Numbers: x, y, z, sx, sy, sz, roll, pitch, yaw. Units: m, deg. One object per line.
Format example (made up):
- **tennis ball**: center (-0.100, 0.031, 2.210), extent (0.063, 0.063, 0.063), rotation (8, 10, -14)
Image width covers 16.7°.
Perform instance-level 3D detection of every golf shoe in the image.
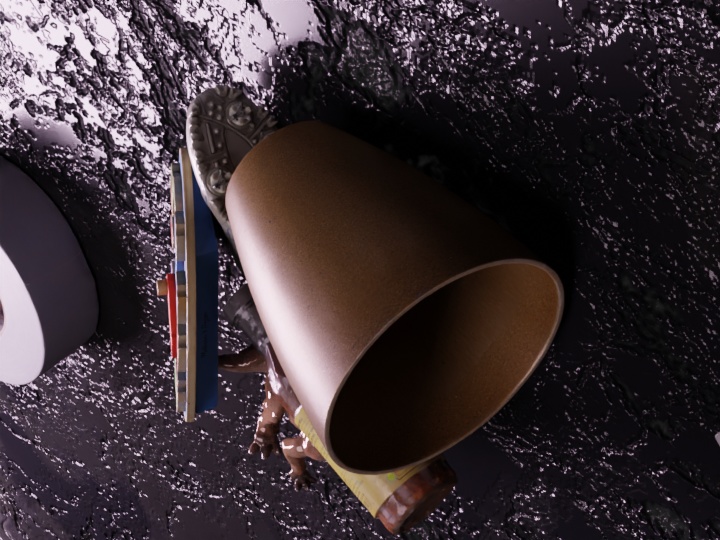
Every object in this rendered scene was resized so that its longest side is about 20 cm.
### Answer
- **golf shoe**: center (-0.080, -0.037, 1.758), extent (0.097, 0.078, 0.200), rotation (-2, 119, 59)

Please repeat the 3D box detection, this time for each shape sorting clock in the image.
- **shape sorting clock**: center (-0.129, 0.011, 1.795), extent (0.200, 0.039, 0.201), rotation (177, 90, -81)

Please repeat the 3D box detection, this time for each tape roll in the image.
- **tape roll**: center (-0.313, -0.004, 2.089), extent (0.200, 0.066, 0.201), rotation (31, 141, 29)

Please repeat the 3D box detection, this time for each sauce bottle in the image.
- **sauce bottle**: center (-0.018, 0.088, 1.680), extent (0.200, 0.066, 0.066), rotation (48, 147, 14)

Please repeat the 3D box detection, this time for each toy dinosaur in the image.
- **toy dinosaur**: center (-0.030, 0.087, 1.803), extent (0.200, 0.086, 0.136), rotation (39, 146, 29)

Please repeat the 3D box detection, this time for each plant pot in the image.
- **plant pot**: center (0.000, 0.000, 1.614), extent (0.200, 0.186, 0.187), rotation (49, 150, 31)

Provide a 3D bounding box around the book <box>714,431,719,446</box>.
- **book**: center (0.303, 0.111, 1.444), extent (0.134, 0.048, 0.200), rotation (53, 150, 7)
